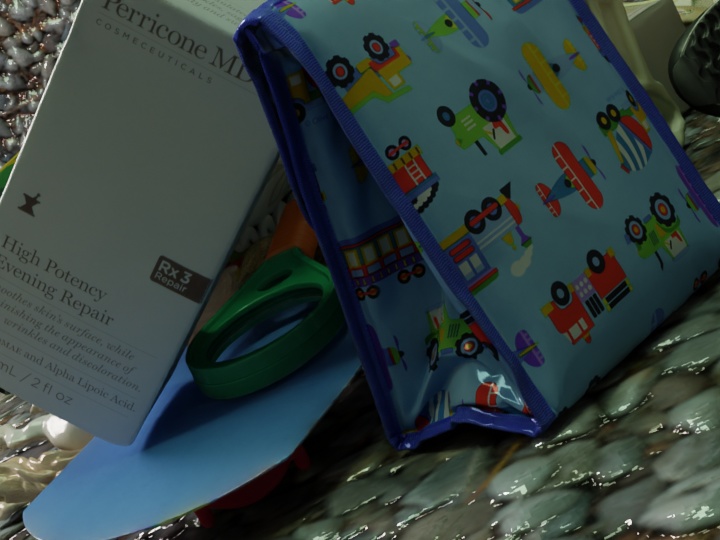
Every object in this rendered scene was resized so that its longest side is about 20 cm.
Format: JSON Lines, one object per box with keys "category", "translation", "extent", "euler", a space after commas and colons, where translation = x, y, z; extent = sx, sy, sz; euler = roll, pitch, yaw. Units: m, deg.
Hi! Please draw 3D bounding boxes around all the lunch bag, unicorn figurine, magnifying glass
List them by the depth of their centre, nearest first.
{"category": "lunch bag", "translation": [0.044, -0.055, 0.642], "extent": [0.150, 0.201, 0.094], "euler": [-36, 14, -38]}
{"category": "magnifying glass", "translation": [-0.038, 0.007, 0.794], "extent": [0.079, 0.022, 0.200], "euler": [-25, 20, 14]}
{"category": "unicorn figurine", "translation": [-0.136, 0.066, 0.899], "extent": [0.137, 0.074, 0.201], "euler": [-25, 30, 30]}

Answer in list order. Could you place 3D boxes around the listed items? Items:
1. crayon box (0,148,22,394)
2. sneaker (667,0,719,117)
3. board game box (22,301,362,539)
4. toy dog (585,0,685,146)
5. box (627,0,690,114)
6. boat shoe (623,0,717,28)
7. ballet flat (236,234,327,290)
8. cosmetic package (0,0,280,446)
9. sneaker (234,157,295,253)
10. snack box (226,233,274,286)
{"category": "crayon box", "translation": [-0.194, -0.032, 1.054], "extent": [0.200, 0.051, 0.127], "euler": [-55, -18, -42]}
{"category": "sneaker", "translation": [0.234, -0.129, 0.911], "extent": [0.200, 0.070, 0.090], "euler": [-34, -3, -30]}
{"category": "board game box", "translation": [-0.054, 0.075, 0.730], "extent": [0.157, 0.039, 0.200], "euler": [-15, 22, 36]}
{"category": "toy dog", "translation": [0.054, -0.082, 0.919], "extent": [0.199, 0.140, 0.194], "euler": [-26, 2, 40]}
{"category": "box", "translation": [0.119, -0.106, 1.045], "extent": [0.199, 0.069, 0.082], "euler": [-18, 13, 45]}
{"category": "boat shoe", "translation": [0.172, -0.139, 1.070], "extent": [0.200, 0.074, 0.063], "euler": [-9, 15, 39]}
{"category": "ballet flat", "translation": [0.000, 0.000, 0.891], "extent": [0.199, 0.071, 0.071], "euler": [-16, 15, 44]}
{"category": "cosmetic package", "translation": [-0.098, -0.034, 0.703], "extent": [0.201, 0.101, 0.074], "euler": [-63, 3, 27]}
{"category": "sneaker", "translation": [-0.057, -0.072, 1.003], "extent": [0.199, 0.082, 0.075], "euler": [-29, 41, -34]}
{"category": "snack box", "translation": [-0.114, 0.023, 1.067], "extent": [0.142, 0.053, 0.200], "euler": [-29, 12, -8]}
